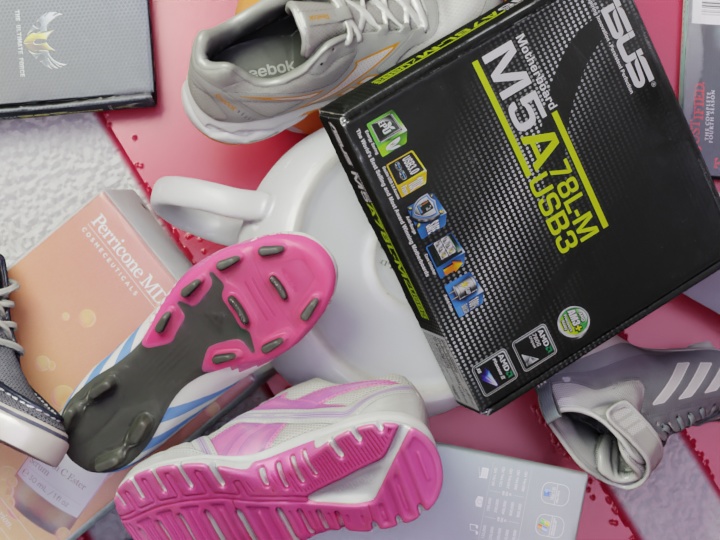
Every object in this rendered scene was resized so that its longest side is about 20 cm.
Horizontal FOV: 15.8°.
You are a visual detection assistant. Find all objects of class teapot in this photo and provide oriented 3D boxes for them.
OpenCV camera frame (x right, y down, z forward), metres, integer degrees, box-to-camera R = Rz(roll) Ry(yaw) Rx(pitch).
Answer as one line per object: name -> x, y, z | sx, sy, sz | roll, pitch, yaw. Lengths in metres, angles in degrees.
teapot -> 0.000, 0.000, 1.572 | 0.197, 0.146, 0.201 | -26, 96, -24

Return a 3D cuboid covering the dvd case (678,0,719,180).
dvd case -> 0.305, -0.126, 1.669 | 0.199, 0.022, 0.147 | 3, 87, -2

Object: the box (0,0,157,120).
box -> -0.215, -0.197, 1.649 | 0.157, 0.051, 0.201 | -4, 87, -2

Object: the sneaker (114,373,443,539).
sneaker -> -0.042, 0.113, 1.472 | 0.199, 0.088, 0.082 | -13, 114, 16

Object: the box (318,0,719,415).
box -> 0.101, -0.050, 1.491 | 0.193, 0.047, 0.201 | -29, 107, -14

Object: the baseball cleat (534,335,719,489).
baseball cleat -> 0.180, 0.090, 1.589 | 0.199, 0.070, 0.107 | 12, 56, -33

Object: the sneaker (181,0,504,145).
sneaker -> -0.007, -0.134, 1.488 | 0.199, 0.092, 0.076 | -23, 74, -7

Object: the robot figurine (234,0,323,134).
robot figurine -> 0.007, -0.149, 1.609 | 0.199, 0.117, 0.144 | -12, 70, -16

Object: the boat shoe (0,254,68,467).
boat shoe -> -0.223, 0.033, 1.488 | 0.200, 0.075, 0.093 | 29, 85, 35

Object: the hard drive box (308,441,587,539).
hard drive box -> 0.029, 0.140, 1.583 | 0.199, 0.156, 0.077 | 11, 86, -1

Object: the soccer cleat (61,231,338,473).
soccer cleat -> -0.092, 0.040, 1.483 | 0.200, 0.086, 0.070 | -38, 92, 16

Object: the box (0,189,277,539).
box -> -0.177, 0.068, 1.595 | 0.200, 0.106, 0.152 | -40, 88, 6

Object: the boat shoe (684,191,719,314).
boat shoe -> 0.265, 0.011, 1.636 | 0.200, 0.071, 0.070 | 34, 44, -15

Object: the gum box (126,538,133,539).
gum box -> -0.150, 0.208, 1.552 | 0.169, 0.200, 0.045 | -18, 98, -2
